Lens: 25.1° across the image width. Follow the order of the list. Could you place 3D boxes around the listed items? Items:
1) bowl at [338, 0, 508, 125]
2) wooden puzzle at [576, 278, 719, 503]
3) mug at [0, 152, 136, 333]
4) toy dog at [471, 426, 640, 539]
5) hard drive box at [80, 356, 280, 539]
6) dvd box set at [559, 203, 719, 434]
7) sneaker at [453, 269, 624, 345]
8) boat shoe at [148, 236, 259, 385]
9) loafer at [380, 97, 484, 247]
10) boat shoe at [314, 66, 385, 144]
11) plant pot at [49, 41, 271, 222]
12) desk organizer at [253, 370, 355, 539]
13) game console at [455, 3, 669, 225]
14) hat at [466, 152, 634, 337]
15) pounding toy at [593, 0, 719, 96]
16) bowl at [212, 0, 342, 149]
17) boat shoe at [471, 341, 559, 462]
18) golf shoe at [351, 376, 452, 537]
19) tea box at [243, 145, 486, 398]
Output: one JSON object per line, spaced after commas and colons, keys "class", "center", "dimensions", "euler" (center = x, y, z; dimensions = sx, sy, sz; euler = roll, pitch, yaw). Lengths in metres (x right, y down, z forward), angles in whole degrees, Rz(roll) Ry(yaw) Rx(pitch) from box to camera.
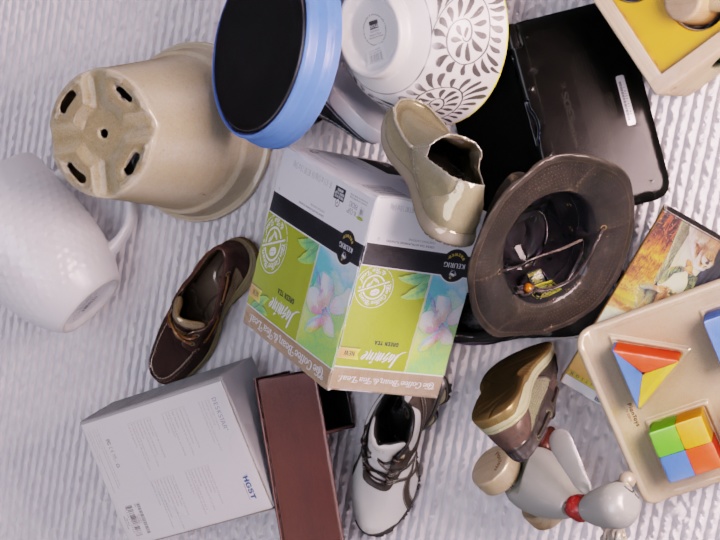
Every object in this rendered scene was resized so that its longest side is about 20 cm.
{"class": "bowl", "center": [0.039, -0.237, 1.588], "dimensions": [0.201, 0.094, 0.201], "euler": [13, 108, 44]}
{"class": "wooden puzzle", "center": [0.324, 0.110, 1.507], "dimensions": [0.200, 0.046, 0.186], "euler": [-22, 97, 16]}
{"class": "mug", "center": [-0.345, -0.039, 1.834], "dimensions": [0.200, 0.148, 0.175], "euler": [-44, 82, -8]}
{"class": "toy dog", "center": [0.206, 0.199, 1.569], "dimensions": [0.200, 0.132, 0.096], "euler": [14, 67, 41]}
{"class": "hard drive box", "center": [-0.187, 0.201, 1.784], "dimensions": [0.200, 0.077, 0.156], "euler": [-18, 97, 28]}
{"class": "dvd box set", "center": [0.301, 0.058, 1.542], "dimensions": [0.146, 0.029, 0.200], "euler": [31, 108, 6]}
{"class": "sneaker", "center": [0.165, 0.041, 1.597], "dimensions": [0.200, 0.088, 0.076], "euler": [-16, 87, 27]}
{"class": "boat shoe", "center": [-0.186, 0.047, 1.787], "dimensions": [0.072, 0.072, 0.200], "euler": [45, 113, 17]}
{"class": "loafer", "center": [0.076, -0.103, 1.505], "dimensions": [0.068, 0.076, 0.200], "euler": [-59, 34, 30]}
{"class": "boat shoe", "center": [-0.051, -0.185, 1.698], "dimensions": [0.200, 0.072, 0.068], "euler": [43, 112, 22]}
{"class": "plant pot", "center": [-0.224, -0.147, 1.727], "dimensions": [0.200, 0.183, 0.201], "euler": [2, 95, 27]}
{"class": "desk organizer", "center": [-0.048, 0.204, 1.725], "dimensions": [0.077, 0.072, 0.200], "euler": [-11, 88, 29]}
{"class": "game console", "center": [0.191, -0.145, 1.607], "dimensions": [0.176, 0.116, 0.200], "euler": [-15, 88, -3]}
{"class": "hat", "center": [0.162, -0.037, 1.501], "dimensions": [0.201, 0.200, 0.081], "euler": [-59, 41, 19]}
{"class": "pounding toy", "center": [0.318, -0.256, 1.461], "dimensions": [0.184, 0.142, 0.200], "euler": [-37, 78, 25]}
{"class": "bowl", "center": [-0.089, -0.225, 1.637], "dimensions": [0.200, 0.039, 0.201], "euler": [-14, 73, 53]}
{"class": "boat shoe", "center": [0.154, 0.126, 1.555], "dimensions": [0.073, 0.200, 0.065], "euler": [-24, 99, 25]}
{"class": "golf shoe", "center": [0.023, 0.189, 1.681], "dimensions": [0.078, 0.094, 0.200], "euler": [22, 106, 23]}
{"class": "tea box", "center": [0.000, 0.000, 1.609], "dimensions": [0.200, 0.133, 0.197], "euler": [32, 112, 56]}
